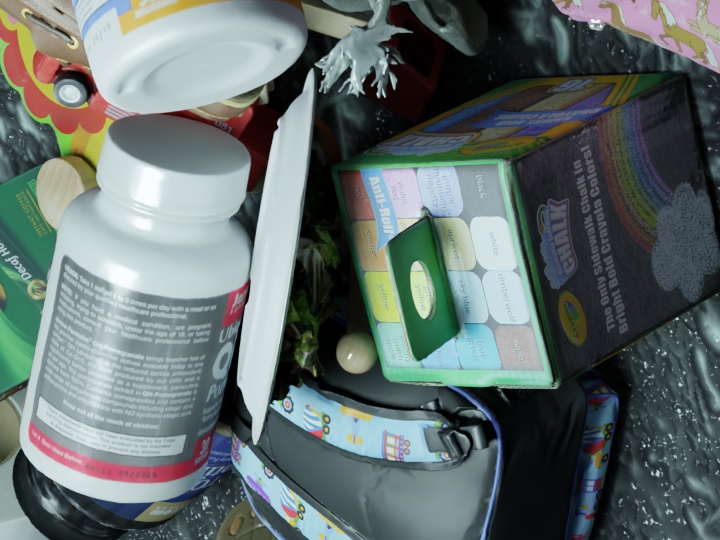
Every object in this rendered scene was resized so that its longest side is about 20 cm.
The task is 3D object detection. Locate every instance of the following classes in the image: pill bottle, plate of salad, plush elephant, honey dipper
[{"bbox_3d":[-0.121,0.019,1.677,0.111,0.111,0.201,30,119,31],"label":"pill bottle"},{"bbox_3d":[-0.104,-0.191,1.523,0.112,0.112,0.201,-34,67,47],"label":"pill bottle"},{"bbox_3d":[-0.031,-0.006,1.584,0.048,0.200,0.200,9,124,-5],"label":"plate of salad"},{"bbox_3d":[0.017,-0.189,1.578,0.200,0.164,0.155,-65,16,5],"label":"plush elephant"},{"bbox_3d":[0.000,0.000,1.648,0.038,0.200,0.038,1,116,2],"label":"honey dipper"},{"bbox_3d":[-0.127,0.090,1.847,0.200,0.112,0.112,-42,78,39],"label":"pill bottle"}]

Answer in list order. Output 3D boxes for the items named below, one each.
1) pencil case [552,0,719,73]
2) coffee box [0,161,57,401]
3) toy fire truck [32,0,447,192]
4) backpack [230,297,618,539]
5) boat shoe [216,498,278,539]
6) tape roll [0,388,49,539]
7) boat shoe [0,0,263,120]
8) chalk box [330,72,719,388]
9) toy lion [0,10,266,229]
[{"bbox_3d":[0.184,-0.135,1.474,0.200,0.083,0.087,28,160,32],"label":"pencil case"},{"bbox_3d":[-0.256,0.030,1.897,0.123,0.200,0.044,61,161,3],"label":"coffee box"},{"bbox_3d":[-0.069,-0.118,1.673,0.200,0.049,0.141,28,129,-10],"label":"toy fire truck"},{"bbox_3d":[0.026,0.097,1.699,0.200,0.134,0.183,29,127,34],"label":"backpack"},{"bbox_3d":[0.007,0.194,1.823,0.200,0.072,0.068,18,154,29],"label":"boat shoe"},{"bbox_3d":[-0.276,0.122,1.960,0.202,0.202,0.071,37,132,26],"label":"tape roll"},{"bbox_3d":[-0.142,-0.144,1.611,0.200,0.072,0.068,35,131,-1],"label":"boat shoe"},{"bbox_3d":[0.075,-0.015,1.549,0.124,0.200,0.125,1,109,44],"label":"chalk box"},{"bbox_3d":[-0.145,-0.128,1.822,0.200,0.069,0.192,-8,95,46],"label":"toy lion"}]
